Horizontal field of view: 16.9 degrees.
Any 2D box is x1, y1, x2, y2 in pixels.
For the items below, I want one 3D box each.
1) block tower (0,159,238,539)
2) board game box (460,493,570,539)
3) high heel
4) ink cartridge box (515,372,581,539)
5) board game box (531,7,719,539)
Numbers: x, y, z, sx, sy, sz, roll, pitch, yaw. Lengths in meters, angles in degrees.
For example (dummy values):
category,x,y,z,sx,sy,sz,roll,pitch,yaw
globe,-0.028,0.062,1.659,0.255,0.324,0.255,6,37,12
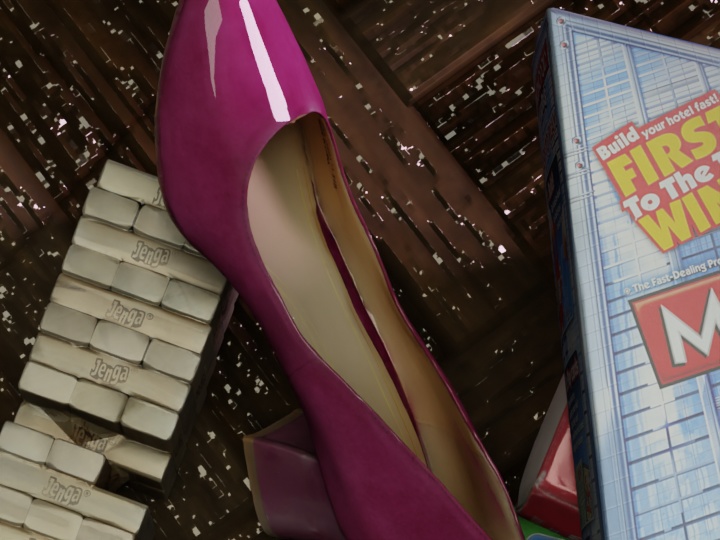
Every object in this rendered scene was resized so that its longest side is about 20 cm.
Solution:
category,x,y,z,sx,sy,sz,roll,pitch,yaw
block tower,-0.088,0.061,0.780,0.058,0.054,0.200,20,76,3
board game box,0.071,0.184,0.766,0.134,0.029,0.200,15,76,2
high heel,0.000,0.000,0.741,0.096,0.200,0.067,5,29,37
ink cartridge box,0.166,0.046,0.744,0.200,0.086,0.148,24,78,2
board game box,0.131,0.009,0.677,0.200,0.062,0.200,-19,80,-5
